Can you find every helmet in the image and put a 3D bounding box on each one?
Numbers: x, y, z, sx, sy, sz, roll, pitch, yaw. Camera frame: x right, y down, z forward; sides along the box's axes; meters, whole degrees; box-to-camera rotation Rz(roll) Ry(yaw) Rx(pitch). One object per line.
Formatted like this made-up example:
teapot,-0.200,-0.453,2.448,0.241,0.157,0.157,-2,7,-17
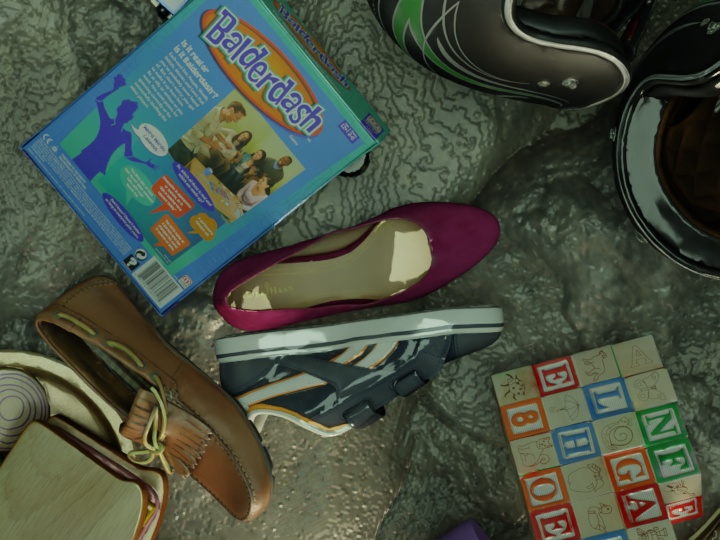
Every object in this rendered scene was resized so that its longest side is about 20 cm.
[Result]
helmet,0.261,-0.092,1.252,0.200,0.191,0.200,11,65,-26
helmet,0.092,-0.207,1.225,0.191,0.200,0.200,29,93,-27

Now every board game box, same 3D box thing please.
board game box,-0.104,-0.088,1.295,0.200,0.045,0.152,-37,96,19

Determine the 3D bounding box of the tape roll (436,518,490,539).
tape roll,0.101,0.263,1.266,0.066,0.200,0.200,-34,93,1

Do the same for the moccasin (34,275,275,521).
moccasin,-0.138,0.091,1.298,0.201,0.074,0.078,49,49,5

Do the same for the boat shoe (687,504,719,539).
boat shoe,0.248,0.213,1.325,0.075,0.075,0.202,30,93,-2

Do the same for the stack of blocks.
stack of blocks,0.165,0.148,1.270,0.115,0.059,0.200,-14,50,1

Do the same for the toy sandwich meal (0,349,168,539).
toy sandwich meal,-0.239,0.153,1.324,0.205,0.070,0.205,0,93,0

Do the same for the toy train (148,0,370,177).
toy train,-0.071,-0.135,1.321,0.200,0.046,0.034,42,92,-2

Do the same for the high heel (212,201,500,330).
high heel,0.000,0.000,1.303,0.200,0.096,0.067,-19,93,1

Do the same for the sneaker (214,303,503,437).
sneaker,0.003,0.070,1.318,0.200,0.078,0.079,-9,88,12
